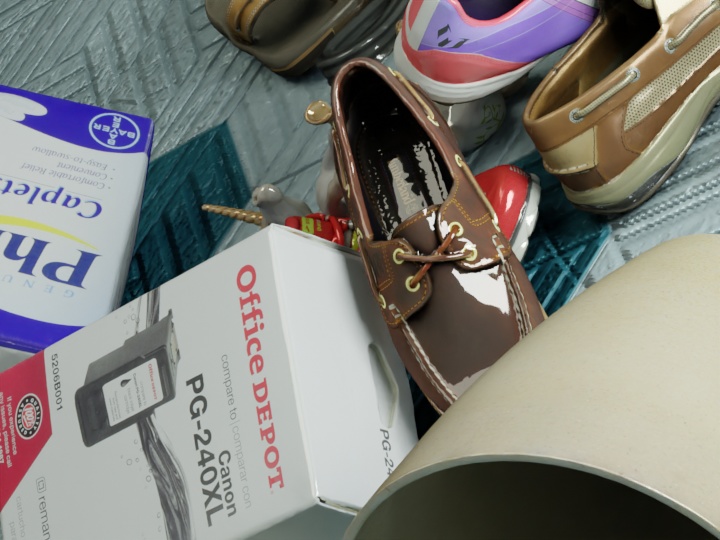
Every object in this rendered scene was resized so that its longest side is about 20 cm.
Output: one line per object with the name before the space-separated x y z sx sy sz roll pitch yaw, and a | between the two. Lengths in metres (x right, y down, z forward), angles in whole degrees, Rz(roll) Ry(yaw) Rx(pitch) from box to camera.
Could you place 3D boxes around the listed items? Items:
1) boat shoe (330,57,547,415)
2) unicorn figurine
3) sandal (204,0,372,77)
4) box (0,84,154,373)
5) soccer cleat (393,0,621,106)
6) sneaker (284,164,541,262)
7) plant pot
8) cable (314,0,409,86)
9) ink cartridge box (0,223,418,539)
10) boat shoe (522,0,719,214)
boat shoe | 0.032 -0.010 1.299 0.070 0.070 0.201 -28 59 4
unicorn figurine | 0.009 -0.063 1.451 0.199 0.137 0.074 -23 71 1
sandal | -0.051 -0.169 1.694 0.082 0.055 0.200 -50 29 -4
box | -0.222 -0.005 1.569 0.201 0.183 0.105 -82 6 -45
soccer cleat | 0.106 -0.149 1.374 0.199 0.068 0.073 -28 -23 -22
sneaker | 0.000 0.000 1.387 0.200 0.085 0.077 -30 34 29
plant pot | 0.113 0.080 1.067 0.187 0.188 0.200 -22 24 39
cable | 0.042 -0.153 1.528 0.097 0.050 0.200 -16 29 26
ink cartridge box | -0.077 0.086 1.340 0.199 0.083 0.146 -28 59 32
boat shoe | 0.150 -0.122 1.343 0.200 0.074 0.076 -55 30 -12
